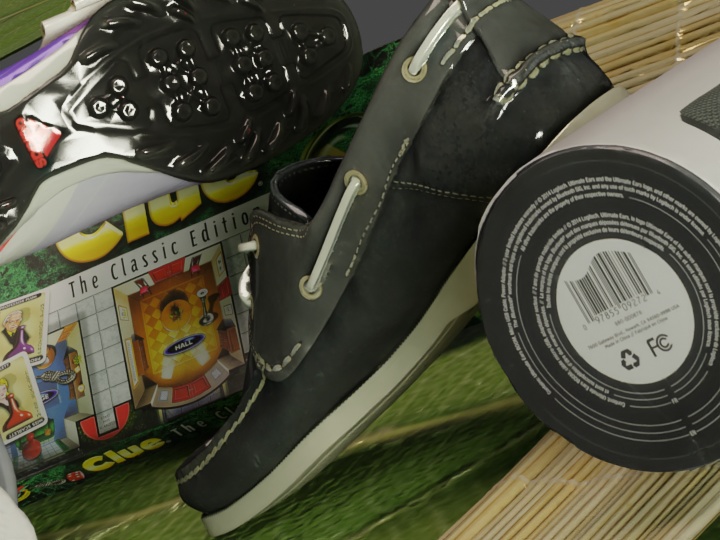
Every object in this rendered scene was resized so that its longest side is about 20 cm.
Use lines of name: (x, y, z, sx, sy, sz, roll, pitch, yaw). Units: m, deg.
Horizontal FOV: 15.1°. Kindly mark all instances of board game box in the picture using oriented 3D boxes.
board game box: (-0.058, 0.004, 0.911, 0.200, 0.023, 0.105, -23, 57, 16)

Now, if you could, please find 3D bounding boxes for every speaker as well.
speaker: (0.112, -0.025, 0.677, 0.081, 0.081, 0.200, -15, 11, 39)

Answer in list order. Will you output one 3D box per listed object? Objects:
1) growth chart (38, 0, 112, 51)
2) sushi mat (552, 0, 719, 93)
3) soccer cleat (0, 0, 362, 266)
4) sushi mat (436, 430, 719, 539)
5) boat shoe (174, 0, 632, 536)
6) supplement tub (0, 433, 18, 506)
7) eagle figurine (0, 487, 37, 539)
growth chart: (-0.067, -0.090, 0.948, 0.145, 0.018, 0.200, -26, -7, -26)
sushi mat: (0.104, -0.065, 0.910, 0.200, 0.012, 0.096, -18, 47, 30)
soccer cleat: (-0.095, -0.043, 0.886, 0.200, 0.068, 0.073, -27, 7, -15)
sushi mat: (0.037, 0.072, 0.638, 0.096, 0.012, 0.200, -11, 20, 46)
boat shoe: (0.000, 0.000, 0.746, 0.200, 0.068, 0.072, -52, -6, 40)
supplement tub: (-0.176, 0.068, 0.856, 0.107, 0.107, 0.200, -33, 15, -26)
eagle figurine: (-0.103, 0.102, 0.566, 0.152, 0.151, 0.200, -22, -1, -29)
